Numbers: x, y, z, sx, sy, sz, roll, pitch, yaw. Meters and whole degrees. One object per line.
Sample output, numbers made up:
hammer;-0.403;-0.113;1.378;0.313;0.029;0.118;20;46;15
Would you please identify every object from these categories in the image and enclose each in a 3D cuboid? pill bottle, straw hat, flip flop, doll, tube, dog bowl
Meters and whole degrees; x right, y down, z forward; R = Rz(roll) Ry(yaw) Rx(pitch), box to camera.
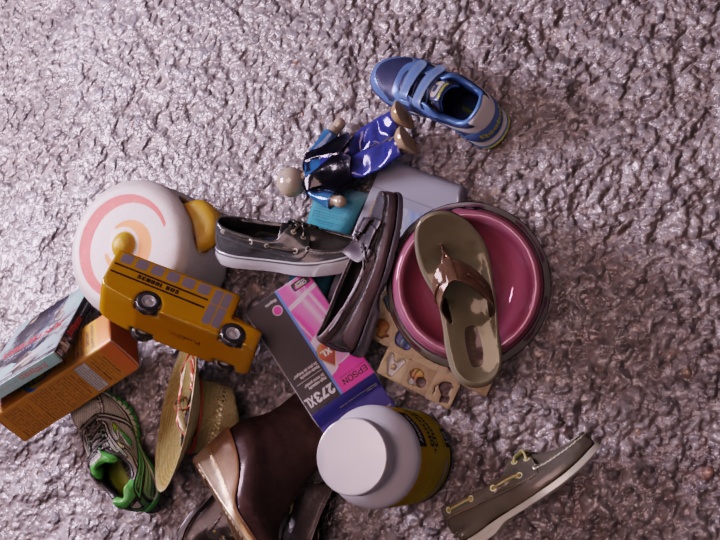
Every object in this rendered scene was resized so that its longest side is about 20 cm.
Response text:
pill bottle;0.027;0.210;1.135;0.111;0.200;0.113;-4;79;21
straw hat;-0.198;0.188;1.289;0.084;0.201;0.203;12;83;-20
flip flop;0.111;0.030;1.106;0.080;0.058;0.202;-12;86;5
doll;-0.023;-0.145;1.289;0.199;0.048;0.138;-24;54;27
tube;-0.055;-0.016;1.297;0.077;0.050;0.202;16;82;19
dog bowl;0.125;0.017;1.172;0.198;0.074;0.202;0;87;7

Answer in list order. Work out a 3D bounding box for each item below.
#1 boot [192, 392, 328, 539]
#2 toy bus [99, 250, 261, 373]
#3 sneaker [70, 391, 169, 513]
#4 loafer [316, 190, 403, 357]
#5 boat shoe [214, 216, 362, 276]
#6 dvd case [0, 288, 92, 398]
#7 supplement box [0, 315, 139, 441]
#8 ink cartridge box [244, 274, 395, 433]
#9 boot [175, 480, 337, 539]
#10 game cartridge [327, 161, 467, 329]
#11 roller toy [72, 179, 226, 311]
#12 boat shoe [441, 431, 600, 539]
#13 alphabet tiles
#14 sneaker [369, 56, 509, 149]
boot;-0.089;0.252;1.199;0.165;0.073;0.200;-28;61;-19
toy bus;-0.215;0.052;1.214;0.198;0.065;0.079;21;48;-2
sneaker;-0.331;0.233;1.337;0.078;0.085;0.200;-47;64;8
loafer;0.000;0.000;1.182;0.062;0.072;0.202;14;92;-14
boat shoe;-0.089;-0.034;1.243;0.198;0.069;0.057;2;123;13
dvd case;-0.436;0.098;1.364;0.145;0.201;0.022;-30;114;15
supplement box;-0.394;0.143;1.346;0.199;0.069;0.067;-34;39;9
ink cartridge box;-0.050;0.108;1.231;0.094;0.037;0.201;-33;80;-5
boot;-0.127;0.328;1.244;0.173;0.069;0.202;19;82;24
game cartridge;0.052;-0.028;1.260;0.132;0.041;0.202;21;89;28
roller toy;-0.280;-0.021;1.334;0.199;0.140;0.184;20;89;23
boat shoe;0.179;0.241;1.138;0.201;0.072;0.061;-40;73;15
alphabet tiles;0.105;0.055;1.212;0.165;0.006;0.201;25;90;7
sneaker;0.092;-0.223;1.254;0.199;0.082;0.074;28;92;26
